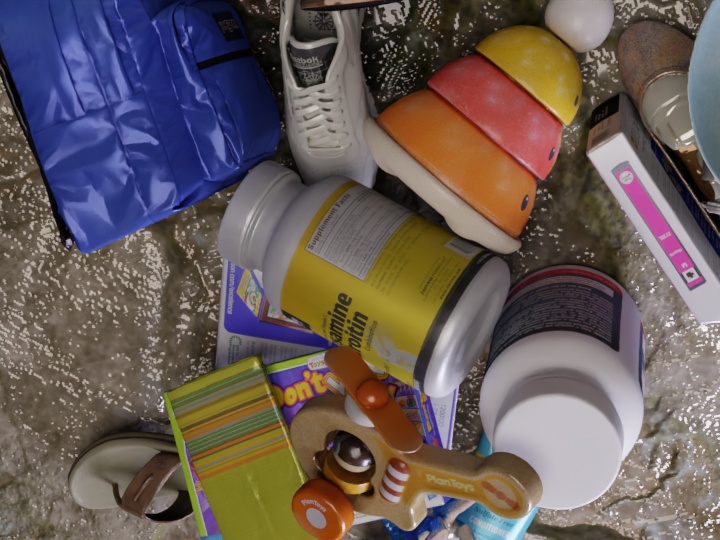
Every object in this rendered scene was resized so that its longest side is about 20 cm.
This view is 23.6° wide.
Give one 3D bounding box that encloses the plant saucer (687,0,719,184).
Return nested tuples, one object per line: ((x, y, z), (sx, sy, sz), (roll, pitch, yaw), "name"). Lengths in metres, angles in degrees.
((0.305, -0.133, 1.166), (0.200, 0.039, 0.202), (-4, 105, -15), "plant saucer")

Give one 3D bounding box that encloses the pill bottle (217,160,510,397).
((0.000, 0.000, 1.251), (0.199, 0.112, 0.113), (28, 115, 16), "pill bottle")

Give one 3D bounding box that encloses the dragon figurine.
((0.052, 0.204, 1.385), (0.059, 0.100, 0.201), (8, 122, -26), "dragon figurine")

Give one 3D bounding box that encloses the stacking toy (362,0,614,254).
((0.111, -0.126, 1.242), (0.146, 0.146, 0.200), (38, 98, -7), "stacking toy")

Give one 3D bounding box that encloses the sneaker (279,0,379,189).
((-0.030, -0.131, 1.276), (0.076, 0.081, 0.201), (-4, 113, 10), "sneaker")

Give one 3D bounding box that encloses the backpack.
((-0.162, -0.140, 1.257), (0.167, 0.163, 0.201), (-24, 94, 13), "backpack")

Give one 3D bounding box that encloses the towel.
((-0.077, 0.170, 1.318), (0.086, 0.018, 0.201), (-22, 88, 21), "towel")

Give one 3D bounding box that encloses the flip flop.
((-0.154, 0.178, 1.419), (0.199, 0.058, 0.081), (-2, 137, 19), "flip flop")

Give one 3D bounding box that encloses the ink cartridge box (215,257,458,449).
((-0.015, 0.056, 1.370), (0.199, 0.043, 0.199), (10, 114, 8), "ink cartridge box")

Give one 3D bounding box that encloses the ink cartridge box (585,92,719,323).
((0.232, -0.030, 1.262), (0.037, 0.095, 0.200), (-33, 103, 21), "ink cartridge box")

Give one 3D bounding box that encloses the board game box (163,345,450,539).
((-0.040, 0.134, 1.337), (0.199, 0.045, 0.135), (-15, 89, 16), "board game box")

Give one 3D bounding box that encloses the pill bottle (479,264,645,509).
((0.149, 0.086, 1.268), (0.119, 0.200, 0.120), (4, 112, 9), "pill bottle")

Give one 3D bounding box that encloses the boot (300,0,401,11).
((0.042, -0.242, 1.203), (0.199, 0.075, 0.098), (-17, 100, -16), "boot")

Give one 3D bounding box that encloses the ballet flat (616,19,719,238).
((0.251, -0.091, 1.249), (0.068, 0.067, 0.200), (-32, 103, 21), "ballet flat")

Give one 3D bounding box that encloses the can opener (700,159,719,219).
((0.333, -0.058, 1.220), (0.199, 0.053, 0.067), (-1, 98, -19), "can opener")

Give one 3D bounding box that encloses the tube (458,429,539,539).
((0.107, 0.203, 1.412), (0.077, 0.050, 0.201), (22, 109, -2), "tube")

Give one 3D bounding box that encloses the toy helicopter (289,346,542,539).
((0.035, 0.127, 1.204), (0.199, 0.079, 0.133), (8, 123, 34), "toy helicopter")
